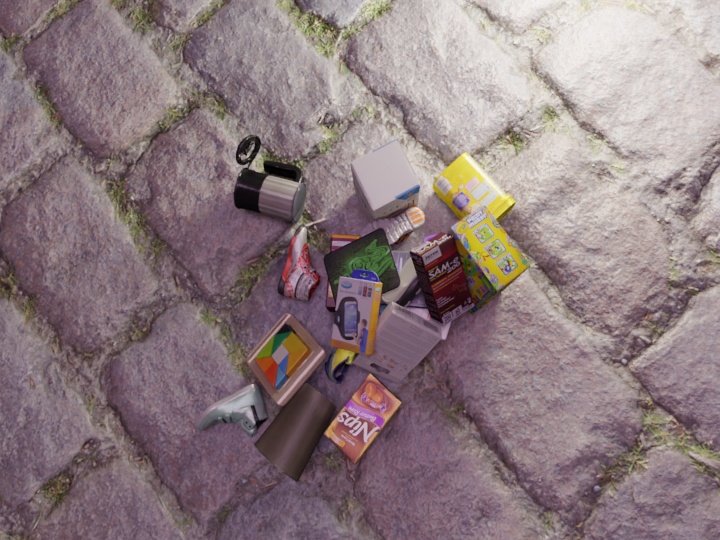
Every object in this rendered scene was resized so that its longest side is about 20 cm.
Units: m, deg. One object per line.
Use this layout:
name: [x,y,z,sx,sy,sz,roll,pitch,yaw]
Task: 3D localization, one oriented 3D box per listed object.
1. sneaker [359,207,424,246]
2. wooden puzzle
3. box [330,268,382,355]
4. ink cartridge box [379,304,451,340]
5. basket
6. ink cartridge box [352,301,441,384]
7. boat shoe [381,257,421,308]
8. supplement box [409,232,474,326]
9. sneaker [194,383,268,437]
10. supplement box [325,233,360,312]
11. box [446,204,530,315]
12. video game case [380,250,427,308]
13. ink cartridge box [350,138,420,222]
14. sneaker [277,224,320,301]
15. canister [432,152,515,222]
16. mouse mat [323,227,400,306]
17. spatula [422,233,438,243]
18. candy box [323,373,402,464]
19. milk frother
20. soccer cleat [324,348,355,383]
sneaker: [0.082,-0.099,1.495,0.194,0.112,0.080,-19,78,-16]
wooden puzzle: [-0.207,0.231,1.458,0.186,0.037,0.199,-48,50,-5]
box: [-0.010,0.101,1.375,0.116,0.041,0.208,7,92,37]
ink cartridge box: [0.153,0.107,1.473,0.194,0.067,0.119,20,80,9]
basket: [-0.159,0.406,1.401,0.136,0.179,0.202,43,74,-26]
ink cartridge box: [0.091,0.192,1.409,0.158,0.051,0.201,27,123,-19]
boat shoe: [0.138,0.025,1.404,0.201,0.061,0.073,-49,39,-15]
supplement box: [0.206,0.022,1.362,0.107,0.061,0.205,-29,113,-18]
sneaker: [-0.341,0.403,1.449,0.196,0.074,0.120,-29,71,-4]
supplement box: [-0.033,0.011,1.500,0.106,0.086,0.207,3,78,5]
box: [0.303,-0.022,1.407,0.120,0.201,0.195,-32,77,-17]
video game case: [0.102,0.021,1.444,0.193,0.019,0.148,5,78,1]
ink cartridge box: [0.069,-0.226,1.483,0.144,0.200,0.148,-27,79,-2]
sneaker: [-0.155,-0.017,1.529,0.105,0.067,0.208,16,83,7]
canister: [0.313,-0.210,1.516,0.148,0.087,0.201,-40,76,-4]
mouse mat: [0.000,0.000,1.417,0.196,0.007,0.166,-24,74,21]
spatula: [0.222,0.001,1.512,0.055,0.021,0.206,-14,78,-2]
candy box: [0.007,0.389,1.433,0.116,0.057,0.202,38,85,11]
milk frother: [-0.252,-0.255,1.520,0.182,0.201,0.186,14,75,8]
soccer cleat: [-0.029,0.206,1.442,0.064,0.083,0.204,22,99,-34]
